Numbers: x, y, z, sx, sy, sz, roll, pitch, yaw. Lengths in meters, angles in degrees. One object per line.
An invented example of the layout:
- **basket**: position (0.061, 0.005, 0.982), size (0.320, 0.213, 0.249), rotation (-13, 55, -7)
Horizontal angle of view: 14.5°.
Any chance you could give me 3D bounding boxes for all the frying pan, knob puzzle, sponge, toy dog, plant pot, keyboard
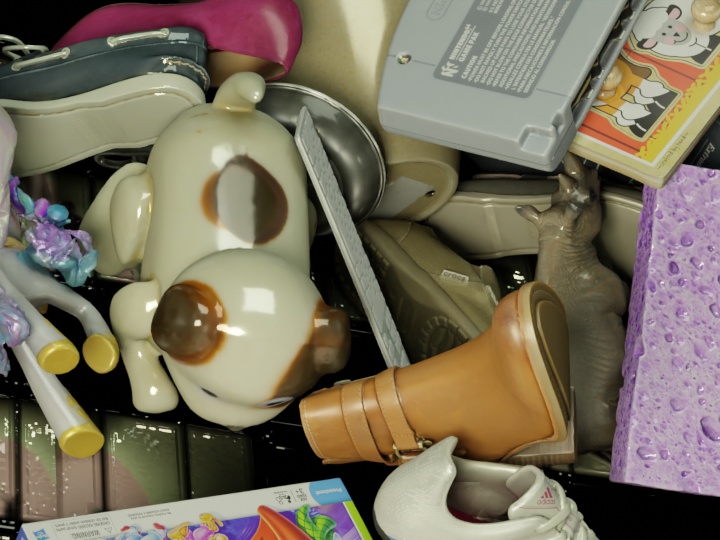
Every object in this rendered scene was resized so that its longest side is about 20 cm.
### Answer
- **frying pan**: position (-0.077, -0.075, 1.741), size (0.190, 0.115, 0.031), rotation (18, 43, 8)
- **knob puzzle**: position (0.142, -0.153, 1.767), size (0.219, 0.030, 0.220), rotation (1, 48, -1)
- **sponge**: position (0.217, 0.037, 1.724), size (0.111, 0.030, 0.200), rotation (9, 83, -16)
- **toy dog**: position (-0.067, 0.005, 1.633), size (0.139, 0.194, 0.200), rotation (17, 32, -22)
- **plant pot**: position (-0.008, -0.129, 1.826), size (0.187, 0.187, 0.200), rotation (-3, 60, -28)
- **keyboard**: position (0.000, 0.000, 1.688), size (0.011, 0.200, 0.056), rotation (-21, 19, 5)

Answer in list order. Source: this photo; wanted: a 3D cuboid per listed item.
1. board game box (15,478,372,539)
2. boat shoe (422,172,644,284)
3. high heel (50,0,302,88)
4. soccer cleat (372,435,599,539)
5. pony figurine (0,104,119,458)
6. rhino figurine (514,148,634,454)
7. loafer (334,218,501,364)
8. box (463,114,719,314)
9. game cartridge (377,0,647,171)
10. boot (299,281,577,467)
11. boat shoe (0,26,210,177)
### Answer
- **board game box**: position (-0.076, 0.189, 1.539), size (0.200, 0.045, 0.135), rotation (-6, 49, -31)
- **boat shoe**: position (0.136, -0.035, 1.811), size (0.200, 0.067, 0.057), rotation (6, 32, 29)
- **high heel**: position (-0.125, -0.123, 1.752), size (0.067, 0.200, 0.096), rotation (40, 32, -38)
- **soccer cleat**: position (0.103, 0.157, 1.604), size (0.200, 0.086, 0.070), rotation (25, 37, -24)
- **pony figurine**: position (-0.227, -0.004, 1.612), size (0.193, 0.167, 0.200), rotation (29, 23, -49)
- **rhino figurine**: position (0.138, 0.019, 1.739), size (0.060, 0.200, 0.087), rotation (2, 17, 40)
- **loafer**: position (0.064, 0.033, 1.748), size (0.067, 0.076, 0.200), rotation (-21, 58, -33)
- **box**: position (0.173, -0.097, 1.872), size (0.107, 0.149, 0.200), rotation (-13, 53, -50)
- **game cartridge**: position (0.096, -0.153, 1.734), size (0.133, 0.040, 0.200), rotation (18, 59, 22)
- **boot**: position (0.042, 0.070, 1.597), size (0.154, 0.200, 0.074), rotation (-2, 62, 6)
- **boat shoe**: position (-0.186, -0.107, 1.718), size (0.200, 0.075, 0.062), rotation (-12, 54, 21)
